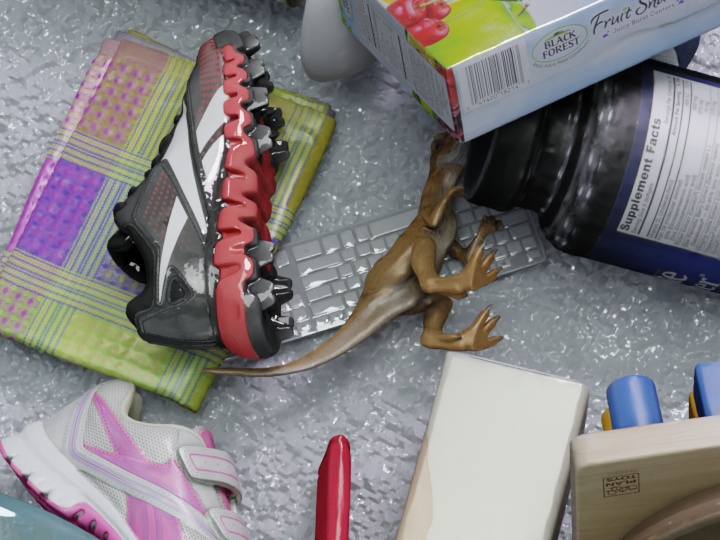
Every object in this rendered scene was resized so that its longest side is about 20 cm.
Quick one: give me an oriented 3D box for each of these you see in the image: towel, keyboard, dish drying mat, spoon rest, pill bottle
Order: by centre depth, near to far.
[{"bbox_3d":[-0.015,0.191,1.439,0.018,0.077,0.201,4,71,-5],"label":"dish drying mat"},{"bbox_3d":[0.161,-0.053,1.478,0.199,0.112,0.112,15,71,-6],"label":"pill bottle"},{"bbox_3d":[0.011,-0.197,1.525,0.061,0.099,0.200,27,108,18],"label":"spoon rest"},{"bbox_3d":[0.000,0.000,1.541,0.199,0.011,0.056,-17,71,-4],"label":"keyboard"},{"bbox_3d":[-0.111,-0.032,1.545,0.143,0.023,0.200,20,70,9],"label":"towel"}]

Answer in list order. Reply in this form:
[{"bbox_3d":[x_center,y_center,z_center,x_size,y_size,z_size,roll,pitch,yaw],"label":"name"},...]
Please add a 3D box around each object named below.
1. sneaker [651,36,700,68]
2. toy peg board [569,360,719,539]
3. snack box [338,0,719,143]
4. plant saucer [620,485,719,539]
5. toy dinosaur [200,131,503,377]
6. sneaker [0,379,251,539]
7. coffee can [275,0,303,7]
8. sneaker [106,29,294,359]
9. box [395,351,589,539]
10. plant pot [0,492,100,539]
[{"bbox_3d":[0.093,-0.157,1.554,0.200,0.081,0.147,24,69,5],"label":"sneaker"},{"bbox_3d":[0.200,0.096,1.410,0.199,0.199,0.098,-8,54,0],"label":"toy peg board"},{"bbox_3d":[0.103,-0.155,1.448,0.200,0.053,0.142,-24,40,-14],"label":"snack box"},{"bbox_3d":[0.202,0.156,1.383,0.199,0.200,0.030,-8,54,0],"label":"plant saucer"},{"bbox_3d":[0.020,0.012,1.510,0.106,0.060,0.200,20,61,38],"label":"toy dinosaur"},{"bbox_3d":[-0.094,0.129,1.462,0.200,0.081,0.088,41,79,14],"label":"sneaker"},{"bbox_3d":[-0.112,-0.243,1.560,0.199,0.146,0.147,16,72,8],"label":"coffee can"},{"bbox_3d":[-0.088,-0.042,1.498,0.098,0.071,0.201,-7,60,10],"label":"sneaker"},{"bbox_3d":[0.057,0.154,1.441,0.077,0.095,0.201,13,70,8],"label":"box"},{"bbox_3d":[-0.211,0.207,1.389,0.199,0.196,0.196,0,70,-4],"label":"plant pot"}]
